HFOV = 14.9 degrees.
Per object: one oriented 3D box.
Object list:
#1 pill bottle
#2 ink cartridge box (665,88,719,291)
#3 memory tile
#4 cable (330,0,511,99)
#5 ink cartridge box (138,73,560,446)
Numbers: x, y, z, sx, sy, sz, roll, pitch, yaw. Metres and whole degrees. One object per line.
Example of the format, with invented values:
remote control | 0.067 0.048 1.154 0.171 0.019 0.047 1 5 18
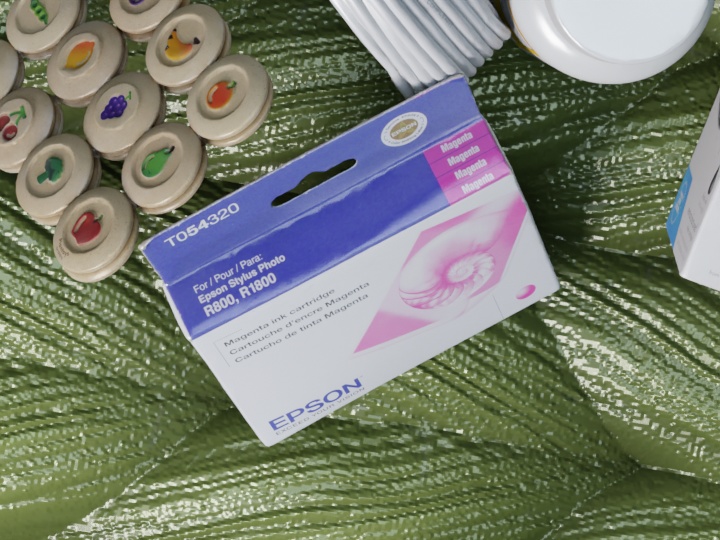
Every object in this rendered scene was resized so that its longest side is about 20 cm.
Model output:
pill bottle | 0.129 -0.158 1.472 0.112 0.200 0.113 0 98 -3
ink cartridge box | 0.237 -0.091 1.517 0.066 0.116 0.201 19 105 -3
memory tile | -0.140 -0.099 1.489 0.153 0.200 0.017 -44 139 4
cable | -0.001 -0.180 1.463 0.069 0.200 0.200 -37 75 3
ink cartridge box | 0.000 0.000 1.501 0.196 0.200 0.043 -28 60 2
